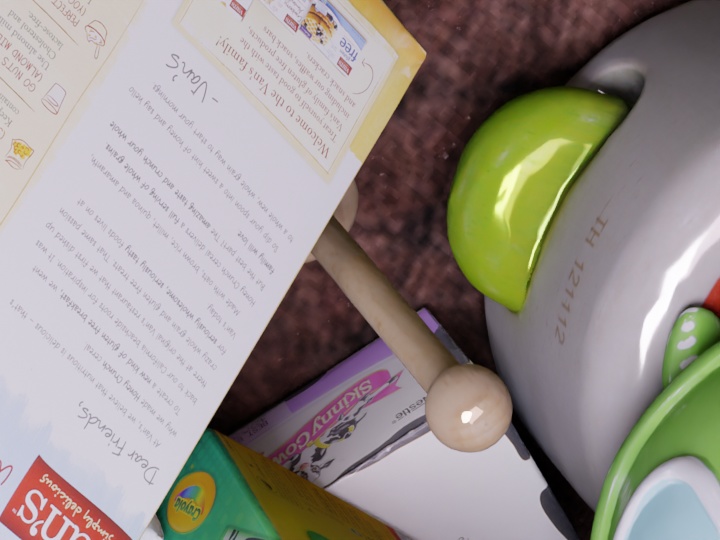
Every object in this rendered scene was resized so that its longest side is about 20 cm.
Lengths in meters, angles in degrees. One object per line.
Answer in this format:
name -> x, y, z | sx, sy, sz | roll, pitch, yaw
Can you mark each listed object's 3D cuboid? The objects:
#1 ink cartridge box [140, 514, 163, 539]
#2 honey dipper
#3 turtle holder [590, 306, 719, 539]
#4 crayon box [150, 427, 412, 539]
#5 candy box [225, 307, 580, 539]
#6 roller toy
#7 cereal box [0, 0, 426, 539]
ink cartridge box -> -0.190, 0.077, 0.774 | 0.176, 0.084, 0.200 | -46, 136, 17
honey dipper -> 0.000, 0.000, 0.777 | 0.038, 0.200, 0.038 | -7, 113, -17
turtle holder -> 0.124, 0.107, 0.743 | 0.141, 0.132, 0.186 | 29, 105, -14
crayon box -> 0.011, 0.125, 0.746 | 0.119, 0.200, 0.058 | 32, 97, -22
candy box -> 0.006, 0.142, 0.901 | 0.167, 0.072, 0.200 | -32, 115, -3
roller toy -> 0.142, 0.013, 0.855 | 0.199, 0.140, 0.183 | -22, 114, -8
cereal box -> -0.077, -0.026, 0.729 | 0.144, 0.039, 0.200 | 48, 63, -35
